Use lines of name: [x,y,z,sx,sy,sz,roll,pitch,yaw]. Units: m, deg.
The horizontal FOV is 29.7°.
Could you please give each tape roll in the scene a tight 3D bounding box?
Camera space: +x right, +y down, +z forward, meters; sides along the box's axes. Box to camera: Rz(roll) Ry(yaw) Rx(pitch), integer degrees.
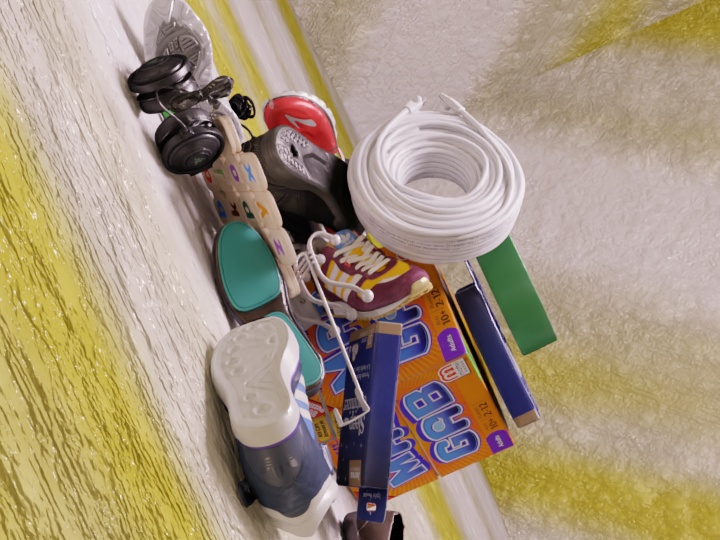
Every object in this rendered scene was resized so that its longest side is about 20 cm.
tape roll: [0.171,0.002,1.619,0.200,0.048,0.201,-25,90,-86]

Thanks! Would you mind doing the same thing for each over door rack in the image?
over door rack: [-0.030,0.075,1.430,0.148,0.066,0.201,130,-48,-66]

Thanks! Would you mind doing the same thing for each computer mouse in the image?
computer mouse: [-0.134,-0.112,1.639,0.140,0.046,0.201,5,-55,62]

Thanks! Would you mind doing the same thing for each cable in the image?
cable: [0.082,-0.095,1.519,0.200,0.199,0.069,41,-33,27]

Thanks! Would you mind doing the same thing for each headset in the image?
headset: [-0.171,-0.163,1.359,0.200,0.093,0.124,-168,-126,-84]

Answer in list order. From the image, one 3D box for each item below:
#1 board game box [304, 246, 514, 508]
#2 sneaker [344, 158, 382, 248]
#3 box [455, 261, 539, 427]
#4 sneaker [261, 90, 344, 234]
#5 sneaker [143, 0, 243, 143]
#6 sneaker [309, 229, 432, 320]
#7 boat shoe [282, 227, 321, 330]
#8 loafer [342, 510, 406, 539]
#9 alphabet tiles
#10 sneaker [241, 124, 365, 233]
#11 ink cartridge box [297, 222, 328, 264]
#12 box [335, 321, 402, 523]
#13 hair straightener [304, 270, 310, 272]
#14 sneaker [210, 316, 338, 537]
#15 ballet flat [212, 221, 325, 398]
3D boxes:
board game box: [0.039,0.120,1.619,0.200,0.199,0.201,59,9,-46]
sneaker: [-0.008,-0.044,1.733,0.085,0.074,0.201,112,-38,-72]
box: [0.152,0.079,1.583,0.121,0.032,0.201,-10,76,-84]
sneaker: [-0.052,-0.125,1.597,0.085,0.077,0.200,-98,162,-48]
sneaker: [-0.197,-0.224,1.529,0.100,0.077,0.201,-116,-172,-56]
sneaker: [0.000,0.000,1.480,0.200,0.075,0.091,-7,-72,58]
boat shoe: [-0.098,-0.015,1.566,0.074,0.066,0.201,48,19,-72]
loafer: [0.033,0.324,1.414,0.073,0.071,0.201,60,9,-46]
alphabet tiles: [-0.118,-0.066,1.424,0.195,0.015,0.201,5,-61,67]
sneaker: [-0.077,-0.091,1.527,0.199,0.114,0.077,31,55,-48]
ink cartridge box: [-0.088,-0.070,1.777,0.200,0.083,0.177,49,19,-71]
box: [0.007,0.159,1.415,0.121,0.032,0.202,150,-55,-74]
hair straightener: [-0.061,0.024,1.688,0.200,0.077,0.041,55,11,-62]
sneaker: [-0.072,0.145,1.198,0.200,0.080,0.147,-109,-179,-63]
ballet flat: [-0.099,0.047,1.377,0.201,0.073,0.073,61,4,18]
